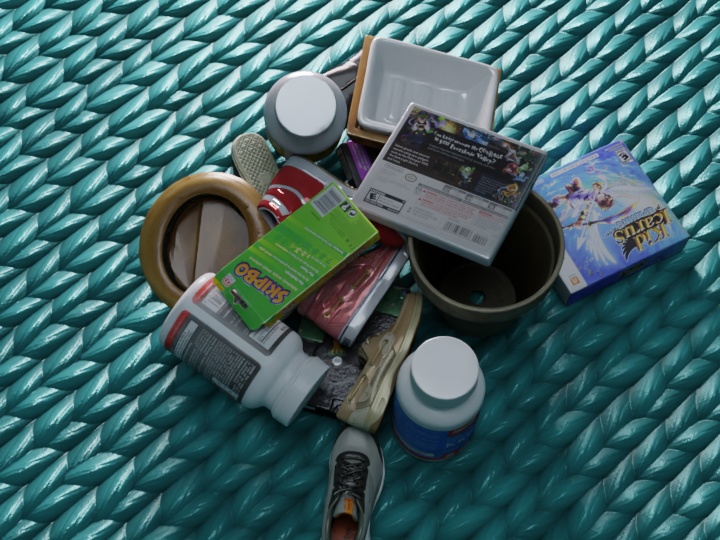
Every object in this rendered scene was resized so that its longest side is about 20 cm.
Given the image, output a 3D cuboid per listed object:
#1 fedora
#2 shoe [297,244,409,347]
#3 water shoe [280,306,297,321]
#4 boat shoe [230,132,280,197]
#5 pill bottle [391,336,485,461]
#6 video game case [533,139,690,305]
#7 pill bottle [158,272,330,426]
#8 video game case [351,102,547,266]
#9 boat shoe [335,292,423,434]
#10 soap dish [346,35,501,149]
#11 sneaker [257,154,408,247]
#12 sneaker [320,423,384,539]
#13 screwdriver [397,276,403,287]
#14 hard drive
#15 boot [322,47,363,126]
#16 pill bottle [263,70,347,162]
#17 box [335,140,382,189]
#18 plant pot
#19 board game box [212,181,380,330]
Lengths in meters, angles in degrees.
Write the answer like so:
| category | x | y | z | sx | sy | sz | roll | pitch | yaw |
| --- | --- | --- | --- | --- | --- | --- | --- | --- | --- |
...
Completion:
| category | x | y | z | sx | sy | sz | roll | pitch | yaw |
| --- | --- | --- | --- | --- | --- | --- | --- | --- | --- |
| fedora | -0.203 | -0.032 | 1.743 | 0.200 | 0.082 | 0.201 | -1 | 84 | 8 |
| shoe | 0.000 | 0.000 | 1.705 | 0.091 | 0.071 | 0.200 | 33 | 67 | 3 |
| water shoe | -0.099 | -0.014 | 1.738 | 0.079 | 0.071 | 0.200 | 38 | 72 | -18 |
| boat shoe | -0.131 | -0.096 | 1.803 | 0.075 | 0.062 | 0.200 | -20 | 81 | -16 |
| pill bottle | 0.098 | 0.159 | 1.606 | 0.112 | 0.200 | 0.112 | 0 | 65 | -1 |
| video game case | 0.331 | -0.071 | 1.807 | 0.200 | 0.045 | 0.181 | -25 | 68 | -13 |
| pill bottle | -0.147 | 0.103 | 1.629 | 0.200 | 0.116 | 0.116 | 36 | 69 | 5 |
| video game case | 0.114 | -0.114 | 1.646 | 0.200 | 0.023 | 0.182 | 22 | 65 | 18 |
| boat shoe | 0.028 | 0.110 | 1.658 | 0.064 | 0.071 | 0.200 | 21 | 67 | 6 |
| soap dish | 0.086 | -0.228 | 1.772 | 0.200 | 0.081 | 0.157 | 13 | 69 | -7 |
| sneaker | -0.040 | -0.060 | 1.677 | 0.200 | 0.071 | 0.113 | 30 | 65 | 13 |
| sneaker | -0.010 | 0.282 | 1.613 | 0.074 | 0.079 | 0.200 | 5 | 63 | 3 |
| screwdriver | 0.031 | -0.048 | 1.809 | 0.028 | 0.029 | 0.200 | -16 | 75 | -9 |
| hard drive | -0.023 | 0.101 | 1.721 | 0.140 | 0.038 | 0.200 | 14 | 66 | 5 |
| boot | -0.010 | -0.224 | 1.862 | 0.200 | 0.066 | 0.165 | -35 | 75 | -15 |
| pill bottle | -0.075 | -0.209 | 1.731 | 0.112 | 0.200 | 0.112 | 0 | 89 | -4 |
| box | 0.082 | -0.138 | 1.808 | 0.200 | 0.036 | 0.143 | -19 | 83 | -18 |
| plant pot | 0.160 | 0.003 | 1.695 | 0.200 | 0.174 | 0.200 | 0 | 62 | 0 |
| board game box | -0.082 | -0.015 | 1.604 | 0.200 | 0.030 | 0.096 | -38 | 68 | -7 |
